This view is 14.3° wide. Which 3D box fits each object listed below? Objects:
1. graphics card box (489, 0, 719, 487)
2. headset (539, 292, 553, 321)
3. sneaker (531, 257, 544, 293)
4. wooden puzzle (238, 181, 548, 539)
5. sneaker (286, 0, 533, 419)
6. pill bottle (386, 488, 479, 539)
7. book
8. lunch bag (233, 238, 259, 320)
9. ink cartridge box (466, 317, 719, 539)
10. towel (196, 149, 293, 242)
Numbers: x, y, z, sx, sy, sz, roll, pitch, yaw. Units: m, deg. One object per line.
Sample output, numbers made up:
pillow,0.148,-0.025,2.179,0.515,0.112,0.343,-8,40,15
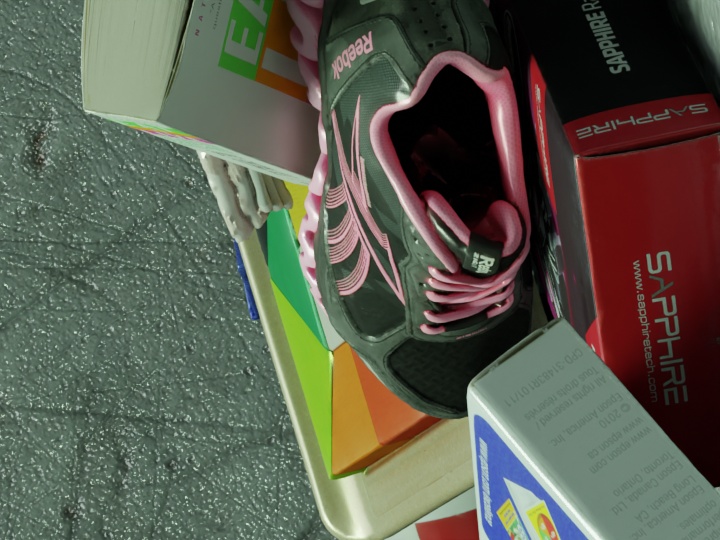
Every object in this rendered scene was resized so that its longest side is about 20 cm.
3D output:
graphics card box,0.078,-0.035,0.909,0.200,0.050,0.126,-103,1,-57
headset,0.068,0.068,1.152,0.200,0.093,0.124,-132,29,-63
sneaker,0.032,-0.019,1.330,0.201,0.082,0.070,59,-168,-28
wooden puzzle,0.000,0.000,1.084,0.200,0.037,0.186,-38,67,63
sneaker,0.025,-0.017,0.906,0.096,0.079,0.201,-121,14,-47
pill bottle,0.055,0.123,1.312,0.112,0.112,0.201,-109,0,-74
book,-0.032,-0.101,0.923,0.200,0.048,0.135,12,-93,-73
lunch bag,-0.005,-0.095,1.436,0.094,0.149,0.201,84,174,-73
ink cartridge box,0.106,0.133,0.822,0.200,0.047,0.198,49,165,22
towel,-0.075,-0.140,1.058,0.192,0.032,0.201,-106,-3,-51
